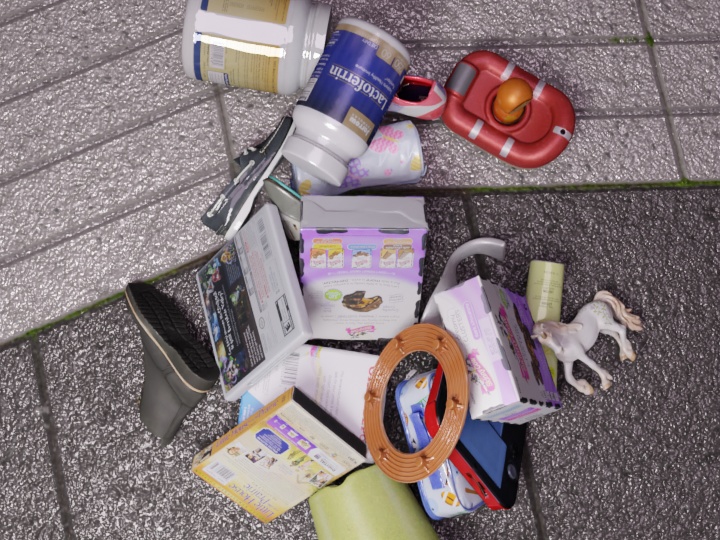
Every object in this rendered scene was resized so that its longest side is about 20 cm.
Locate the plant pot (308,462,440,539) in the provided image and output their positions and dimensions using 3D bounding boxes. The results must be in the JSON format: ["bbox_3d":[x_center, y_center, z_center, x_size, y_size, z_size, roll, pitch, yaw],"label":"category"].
[{"bbox_3d":[0.022,0.363,1.374,0.197,0.201,0.187,-24,75,-5],"label":"plant pot"}]

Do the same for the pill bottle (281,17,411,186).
[{"bbox_3d":[-0.022,-0.224,1.383,0.114,0.116,0.203,27,86,1],"label":"pill bottle"}]

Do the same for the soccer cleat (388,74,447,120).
[{"bbox_3d":[0.028,-0.256,1.469,0.196,0.077,0.068,10,75,17],"label":"soccer cleat"}]

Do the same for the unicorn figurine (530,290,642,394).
[{"bbox_3d":[0.313,0.100,1.448,0.138,0.074,0.200,52,47,-4],"label":"unicorn figurine"}]

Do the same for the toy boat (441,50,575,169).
[{"bbox_3d":[0.215,-0.235,1.467,0.198,0.131,0.132,29,83,1],"label":"toy boat"}]

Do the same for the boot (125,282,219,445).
[{"bbox_3d":[-0.294,0.129,1.438,0.201,0.077,0.139,51,118,30],"label":"boot"}]

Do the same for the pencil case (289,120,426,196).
[{"bbox_3d":[-0.006,-0.153,1.472,0.196,0.083,0.092,-14,71,-5],"label":"pencil case"}]

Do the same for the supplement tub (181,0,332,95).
[{"bbox_3d":[-0.144,-0.329,1.456,0.196,0.144,0.148,10,83,-1],"label":"supplement tub"}]

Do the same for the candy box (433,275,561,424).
[{"bbox_3d":[0.186,0.110,1.369,0.071,0.199,0.171,-23,72,21],"label":"candy box"}]

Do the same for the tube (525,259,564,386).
[{"bbox_3d":[0.258,0.089,1.477,0.057,0.051,0.205,6,87,38],"label":"tube"}]

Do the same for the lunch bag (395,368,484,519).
[{"bbox_3d":[0.118,0.227,1.398,0.075,0.159,0.204,-20,83,33],"label":"lunch bag"}]

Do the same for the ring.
[{"bbox_3d":[0.064,0.166,1.311,0.019,0.199,0.205,16,82,-36],"label":"ring"}]

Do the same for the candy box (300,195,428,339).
[{"bbox_3d":[0.000,0.000,1.395,0.164,0.203,0.072,1,41,-3],"label":"candy box"}]

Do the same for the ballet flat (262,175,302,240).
[{"bbox_3d":[-0.067,-0.059,1.430,0.198,0.067,0.064,31,90,-35],"label":"ballet flat"}]

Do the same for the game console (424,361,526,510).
[{"bbox_3d":[0.160,0.201,1.380,0.201,0.031,0.178,52,39,-25],"label":"game console"}]

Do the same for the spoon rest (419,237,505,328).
[{"bbox_3d":[0.132,0.027,1.451,0.060,0.100,0.200,27,57,23],"label":"spoon rest"}]

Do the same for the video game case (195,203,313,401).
[{"bbox_3d":[-0.147,0.043,1.386,0.181,0.023,0.203,-40,56,35],"label":"video game case"}]

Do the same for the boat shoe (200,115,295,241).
[{"bbox_3d":[-0.157,-0.141,1.469,0.060,0.076,0.202,30,82,-5],"label":"boat shoe"}]

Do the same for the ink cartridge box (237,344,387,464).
[{"bbox_3d":[-0.064,0.180,1.432,0.195,0.085,0.148,8,84,0],"label":"ink cartridge box"}]

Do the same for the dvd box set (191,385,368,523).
[{"bbox_3d":[-0.108,0.250,1.371,0.199,0.030,0.146,-37,117,26],"label":"dvd box set"}]
